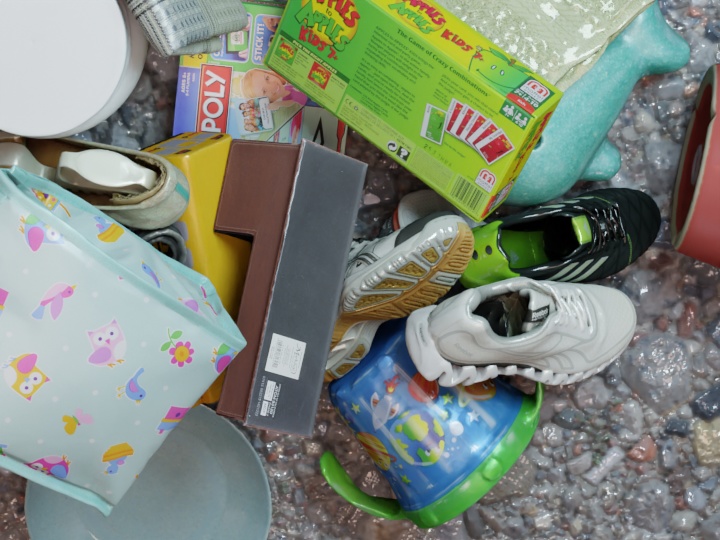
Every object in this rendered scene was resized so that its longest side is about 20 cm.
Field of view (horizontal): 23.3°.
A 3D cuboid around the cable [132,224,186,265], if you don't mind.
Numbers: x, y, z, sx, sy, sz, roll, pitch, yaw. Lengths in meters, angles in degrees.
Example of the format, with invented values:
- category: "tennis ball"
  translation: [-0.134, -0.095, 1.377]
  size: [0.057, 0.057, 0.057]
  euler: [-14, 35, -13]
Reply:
- category: "cable"
  translation: [-0.187, 0.055, 1.258]
  size: [0.199, 0.050, 0.097]
  euler: [-39, 123, 13]

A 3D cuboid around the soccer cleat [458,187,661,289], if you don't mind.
- category: "soccer cleat"
  translation: [0.160, -0.024, 1.315]
  size: [0.198, 0.081, 0.068]
  euler: [-14, 85, -31]

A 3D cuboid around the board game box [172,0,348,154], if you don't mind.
- category: "board game box"
  translation: [-0.077, -0.104, 1.338]
  size: [0.133, 0.029, 0.202]
  euler: [5, 108, -6]

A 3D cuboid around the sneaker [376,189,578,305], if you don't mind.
- category: "sneaker"
  translation: [0.093, 0.008, 1.375]
  size: [0.199, 0.078, 0.082]
  euler: [32, 135, -19]

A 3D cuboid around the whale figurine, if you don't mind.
- category: "whale figurine"
  translation: [0.152, -0.130, 1.302]
  size: [0.199, 0.104, 0.160]
  euler: [-32, 107, 8]

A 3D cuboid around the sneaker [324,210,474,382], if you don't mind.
- category: "sneaker"
  translation: [0.000, 0.000, 1.298]
  size: [0.075, 0.088, 0.200]
  euler: [16, 138, -41]

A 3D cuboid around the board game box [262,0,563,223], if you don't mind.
- category: "board game box"
  translation: [0.034, -0.136, 1.235]
  size: [0.199, 0.048, 0.102]
  euler: [37, 130, 11]

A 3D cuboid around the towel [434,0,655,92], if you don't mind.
- category: "towel"
  translation: [0.099, -0.217, 1.257]
  size: [0.148, 0.036, 0.200]
  euler: [-45, 78, -3]

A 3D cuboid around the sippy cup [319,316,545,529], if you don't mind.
- category: "sippy cup"
  translation: [0.049, 0.108, 1.363]
  size: [0.130, 0.140, 0.178]
  euler: [45, 78, -9]

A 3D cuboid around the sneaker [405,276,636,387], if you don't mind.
- category: "sneaker"
  translation: [0.132, 0.039, 1.279]
  size: [0.198, 0.076, 0.081]
  euler: [-6, 155, -34]

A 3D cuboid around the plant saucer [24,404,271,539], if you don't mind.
- category: "plant saucer"
  translation: [-0.171, 0.186, 1.421]
  size: [0.199, 0.039, 0.203]
  euler: [-1, 107, -3]

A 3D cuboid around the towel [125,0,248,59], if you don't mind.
- category: "towel"
  translation: [-0.151, -0.235, 1.190]
  size: [0.034, 0.200, 0.194]
  euler: [-28, 95, 14]

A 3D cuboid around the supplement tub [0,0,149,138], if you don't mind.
- category: "supplement tub"
  translation: [-0.216, -0.172, 1.214]
  size: [0.143, 0.200, 0.146]
  euler: [-1, 106, -3]

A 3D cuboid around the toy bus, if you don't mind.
- category: "toy bus"
  translation: [-0.121, 0.002, 1.303]
  size: [0.078, 0.065, 0.202]
  euler: [6, 113, 38]

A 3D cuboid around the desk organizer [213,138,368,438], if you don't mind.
- category: "desk organizer"
  translation: [-0.064, 0.011, 1.250]
  size: [0.071, 0.076, 0.202]
  euler: [17, 83, -48]

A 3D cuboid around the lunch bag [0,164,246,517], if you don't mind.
- category: "lunch bag"
  translation: [-0.208, 0.042, 1.164]
  size: [0.199, 0.122, 0.171]
  euler: [33, 101, -32]

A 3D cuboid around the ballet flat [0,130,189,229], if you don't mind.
- category: "ballet flat"
  translation: [-0.215, -0.073, 1.214]
  size: [0.198, 0.062, 0.068]
  euler: [6, 75, 5]

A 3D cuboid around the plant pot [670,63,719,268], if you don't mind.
- category: "plant pot"
  translation: [0.331, -0.066, 1.299]
  size: [0.175, 0.201, 0.203]
  euler: [11, 107, 3]
